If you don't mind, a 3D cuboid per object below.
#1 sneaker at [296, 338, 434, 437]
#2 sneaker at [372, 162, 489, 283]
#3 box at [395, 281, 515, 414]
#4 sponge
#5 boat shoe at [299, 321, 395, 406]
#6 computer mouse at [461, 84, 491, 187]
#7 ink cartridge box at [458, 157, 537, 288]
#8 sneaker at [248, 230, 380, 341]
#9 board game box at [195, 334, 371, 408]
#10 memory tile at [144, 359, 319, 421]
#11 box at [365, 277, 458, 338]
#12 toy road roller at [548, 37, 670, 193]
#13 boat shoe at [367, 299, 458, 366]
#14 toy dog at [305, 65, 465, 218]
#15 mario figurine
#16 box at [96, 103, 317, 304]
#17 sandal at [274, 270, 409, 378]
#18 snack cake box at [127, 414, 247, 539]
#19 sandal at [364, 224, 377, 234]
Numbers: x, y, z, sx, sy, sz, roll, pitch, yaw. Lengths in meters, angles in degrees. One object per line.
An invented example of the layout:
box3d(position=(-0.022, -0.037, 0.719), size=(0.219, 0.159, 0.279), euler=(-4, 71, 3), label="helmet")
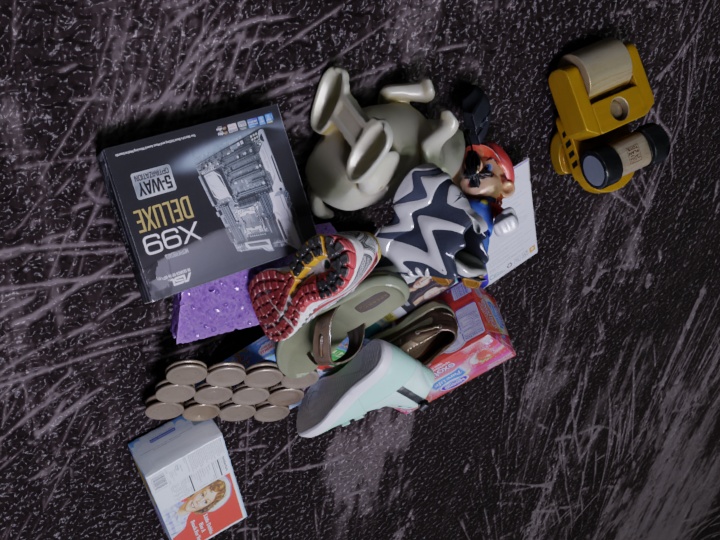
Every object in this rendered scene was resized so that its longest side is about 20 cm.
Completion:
box3d(position=(0.008, 0.174, 1.174), size=(0.117, 0.075, 0.200), euler=(27, 130, -31), label="sneaker")
box3d(position=(0.078, -0.006, 1.017), size=(0.079, 0.129, 0.201), euler=(-17, 142, -52), label="sneaker")
box3d(position=(0.110, 0.113, 1.308), size=(0.198, 0.101, 0.095), euler=(-32, 142, 21), label="box")
box3d(position=(-0.122, 0.014, 1.046), size=(0.197, 0.030, 0.113), euler=(-13, 134, -29), label="sponge")
box3d(position=(-0.020, 0.137, 1.291), size=(0.061, 0.073, 0.201), euler=(10, 122, -47), label="boat shoe")
box3d(position=(0.143, -0.164, 1.092), size=(0.033, 0.202, 0.059), euler=(-7, 131, 11), label="computer mouse")
box3d(position=(0.165, -0.051, 1.303), size=(0.196, 0.043, 0.201), euler=(-32, 140, -12), label="ink cartridge box")
box3d(position=(-0.050, 0.017, 0.978), size=(0.081, 0.079, 0.199), euler=(-18, 172, -45), label="sneaker")
box3d(position=(-0.099, 0.131, 1.186), size=(0.198, 0.037, 0.150), euler=(-31, 147, 29), label="board game box")
box3d(position=(-0.164, 0.153, 1.145), size=(0.197, 0.017, 0.154), euler=(5, 144, -26), label="memory tile")
box3d(position=(0.029, 0.035, 1.216), size=(0.198, 0.050, 0.082), euler=(-32, 152, 8), label="box")
box3d(position=(0.324, -0.208, 1.267), size=(0.121, 0.146, 0.203), euler=(-23, 99, -21), label="toy road roller")
box3d(position=(0.046, 0.121, 1.223), size=(0.202, 0.075, 0.075), euler=(-40, 120, 12), label="boat shoe")
box3d(position=(0.045, -0.130, 1.070), size=(0.198, 0.140, 0.196), euler=(-2, 125, -40), label="toy dog")
box3d(position=(0.136, -0.086, 1.143), size=(0.106, 0.122, 0.203), euler=(120, -10, -62), label="mario figurine")
box3d(position=(-0.158, -0.072, 0.952), size=(0.197, 0.050, 0.160), euler=(-19, 94, -26), label="box")
box3d(position=(-0.026, 0.070, 1.021), size=(0.079, 0.058, 0.200), euler=(23, 133, -38), label="sandal")
box3d(position=(-0.235, 0.292, 1.250), size=(0.114, 0.067, 0.202), euler=(-27, 137, -21), label="snack cake box")
box3d(position=(0.000, 0.000, 1.125), size=(0.200, 0.044, 0.076), euler=(-55, 164, -59), label="sandal")
